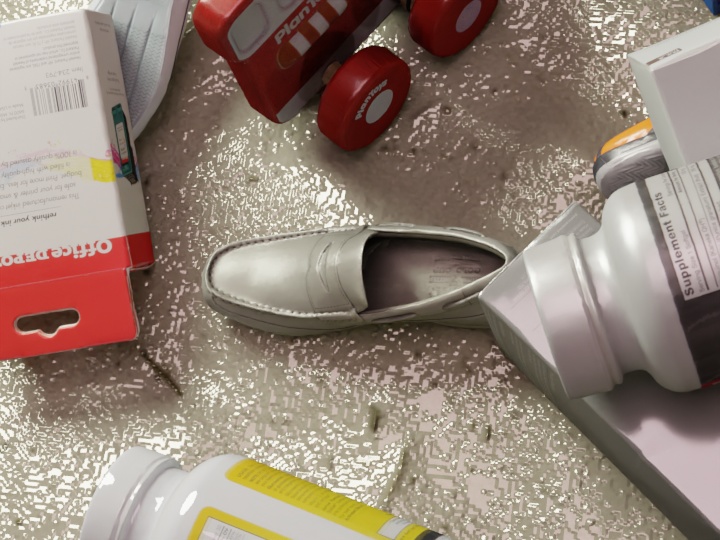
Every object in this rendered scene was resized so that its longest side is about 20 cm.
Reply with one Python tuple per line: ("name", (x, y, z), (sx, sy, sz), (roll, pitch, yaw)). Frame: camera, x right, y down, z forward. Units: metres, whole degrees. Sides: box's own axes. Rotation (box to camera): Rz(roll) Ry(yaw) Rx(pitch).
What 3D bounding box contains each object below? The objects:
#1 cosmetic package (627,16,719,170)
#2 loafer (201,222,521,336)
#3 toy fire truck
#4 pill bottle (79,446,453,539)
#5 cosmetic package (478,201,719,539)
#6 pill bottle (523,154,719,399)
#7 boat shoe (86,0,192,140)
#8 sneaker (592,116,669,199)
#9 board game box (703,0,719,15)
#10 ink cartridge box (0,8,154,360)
("cosmetic package", (0.236, -0.046, 1.112), (0.113, 0.081, 0.201), (-20, 100, 2))
("loafer", (0.000, 0.000, 1.196), (0.199, 0.070, 0.070), (-2, 69, 10))
("toy fire truck", (-0.007, -0.181, 1.214), (0.112, 0.168, 0.200), (40, 81, 21))
("pill bottle", (-0.051, 0.169, 1.119), (0.199, 0.112, 0.112), (20, 74, 17))
("cosmetic package", (0.164, 0.068, 1.120), (0.090, 0.107, 0.200), (-45, 70, -7))
("pill bottle", (0.189, -0.003, 1.024), (0.199, 0.111, 0.111), (-18, 67, 8))
("boat shoe", (-0.139, -0.155, 1.287), (0.073, 0.067, 0.200), (28, 98, 7))
("sneaker", (0.222, -0.113, 1.204), (0.199, 0.078, 0.112), (-19, 59, -2))
("board game box", (0.235, -0.281, 1.273), (0.152, 0.045, 0.200), (-29, 67, 0))
("ink cartridge box", (-0.197, -0.051, 1.234), (0.116, 0.067, 0.201), (-9, 92, 8))
